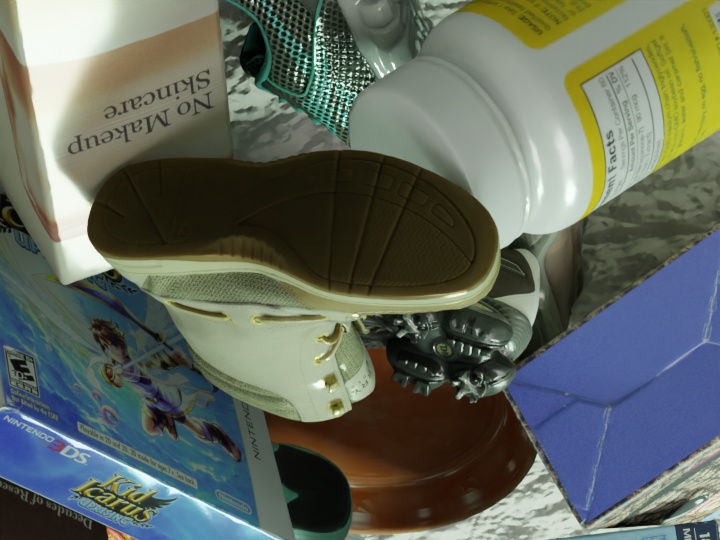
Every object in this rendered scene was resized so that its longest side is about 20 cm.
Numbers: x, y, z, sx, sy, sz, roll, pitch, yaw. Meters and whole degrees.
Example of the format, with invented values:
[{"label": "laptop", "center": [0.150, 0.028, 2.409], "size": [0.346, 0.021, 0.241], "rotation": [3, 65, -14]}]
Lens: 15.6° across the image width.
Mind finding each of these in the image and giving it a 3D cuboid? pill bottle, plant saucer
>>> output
[{"label": "pill bottle", "center": [0.099, -0.089, 1.244], "size": [0.199, 0.114, 0.115], "rotation": [-31, 145, -26]}, {"label": "plant saucer", "center": [0.003, 0.079, 1.481], "size": [0.198, 0.032, 0.201], "rotation": [3, 138, 2]}]

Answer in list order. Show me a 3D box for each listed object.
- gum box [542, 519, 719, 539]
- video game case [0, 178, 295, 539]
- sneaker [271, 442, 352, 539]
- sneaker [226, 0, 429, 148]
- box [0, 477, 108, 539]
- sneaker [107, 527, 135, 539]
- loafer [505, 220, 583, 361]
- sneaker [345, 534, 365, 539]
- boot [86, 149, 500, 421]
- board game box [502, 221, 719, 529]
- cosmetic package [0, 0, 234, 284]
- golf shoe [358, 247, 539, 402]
[{"label": "gum box", "center": [0.071, 0.175, 1.442], "size": [0.199, 0.045, 0.170], "rotation": [-4, 172, -31]}, {"label": "video game case", "center": [-0.129, 0.046, 1.321], "size": [0.045, 0.182, 0.199], "rotation": [-39, 134, 22]}, {"label": "sneaker", "center": [-0.116, 0.138, 1.481], "size": [0.199, 0.078, 0.140], "rotation": [24, 139, -10]}, {"label": "sneaker", "center": [-0.012, -0.104, 1.294], "size": [0.090, 0.078, 0.201], "rotation": [-7, 137, 14]}, {"label": "box", "center": [-0.246, 0.108, 1.337], "size": [0.164, 0.201, 0.166], "rotation": [27, 123, -38]}, {"label": "sneaker", "center": [-0.188, 0.158, 1.436], "size": [0.073, 0.077, 0.199], "rotation": [45, 145, -25]}, {"label": "loafer", "center": [0.088, -0.030, 1.409], "size": [0.071, 0.063, 0.201], "rotation": [20, 143, 23]}, {"label": "sneaker", "center": [-0.059, 0.255, 1.616], "size": [0.075, 0.115, 0.200], "rotation": [24, 125, -36]}, {"label": "boot", "center": [-0.012, 0.014, 1.229], "size": [0.198, 0.073, 0.155], "rotation": [4, 150, 23]}, {"label": "board game box", "center": [0.196, 0.060, 1.443], "size": [0.159, 0.097, 0.200], "rotation": [-36, 162, 21]}, {"label": "cosmetic package", "center": [-0.122, -0.102, 1.222], "size": [0.103, 0.087, 0.201], "rotation": [-23, 141, -15]}, {"label": "golf shoe", "center": [0.000, 0.000, 1.378], "size": [0.199, 0.095, 0.078], "rotation": [20, 138, 13]}]
